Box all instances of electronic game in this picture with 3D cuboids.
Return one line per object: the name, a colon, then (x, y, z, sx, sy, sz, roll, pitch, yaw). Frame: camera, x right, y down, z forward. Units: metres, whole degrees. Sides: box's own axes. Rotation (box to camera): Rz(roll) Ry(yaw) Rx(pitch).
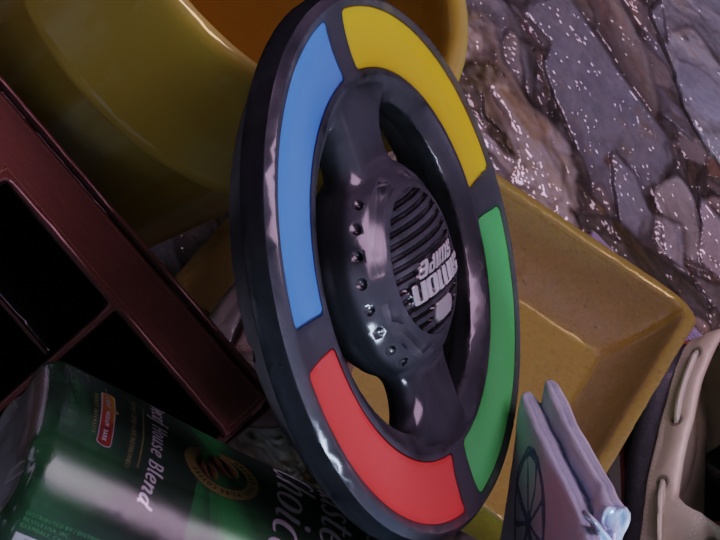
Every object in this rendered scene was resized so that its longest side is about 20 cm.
electronic game: (0.010, -0.001, 1.082, 0.200, 0.041, 0.201, 32, 53, -57)

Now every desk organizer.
desk organizer: (-0.133, 0.007, 1.129, 0.200, 0.072, 0.077, 49, 36, -2)

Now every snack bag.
snack bag: (0.075, 0.166, 1.086, 0.021, 0.190, 0.200, 2, 23, -11)

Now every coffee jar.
coffee jar: (-0.044, 0.115, 1.072, 0.199, 0.086, 0.104, 27, 19, -13)

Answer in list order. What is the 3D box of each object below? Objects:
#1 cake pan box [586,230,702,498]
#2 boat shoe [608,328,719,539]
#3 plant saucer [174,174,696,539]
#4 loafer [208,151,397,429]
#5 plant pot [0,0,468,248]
cake pan box: (0.145, 0.105, 1.454, 0.200, 0.052, 0.185, 43, 39, -16)
boat shoe: (0.153, 0.122, 1.355, 0.071, 0.062, 0.201, 25, 49, -35)
plant saucer: (0.030, 0.029, 1.340, 0.199, 0.049, 0.200, 34, 39, 4)
loafer: (0.000, 0.000, 1.249, 0.200, 0.063, 0.072, -55, 146, -44)
plant pot: (-0.089, -0.097, 1.225, 0.200, 0.189, 0.202, 29, 43, -31)
